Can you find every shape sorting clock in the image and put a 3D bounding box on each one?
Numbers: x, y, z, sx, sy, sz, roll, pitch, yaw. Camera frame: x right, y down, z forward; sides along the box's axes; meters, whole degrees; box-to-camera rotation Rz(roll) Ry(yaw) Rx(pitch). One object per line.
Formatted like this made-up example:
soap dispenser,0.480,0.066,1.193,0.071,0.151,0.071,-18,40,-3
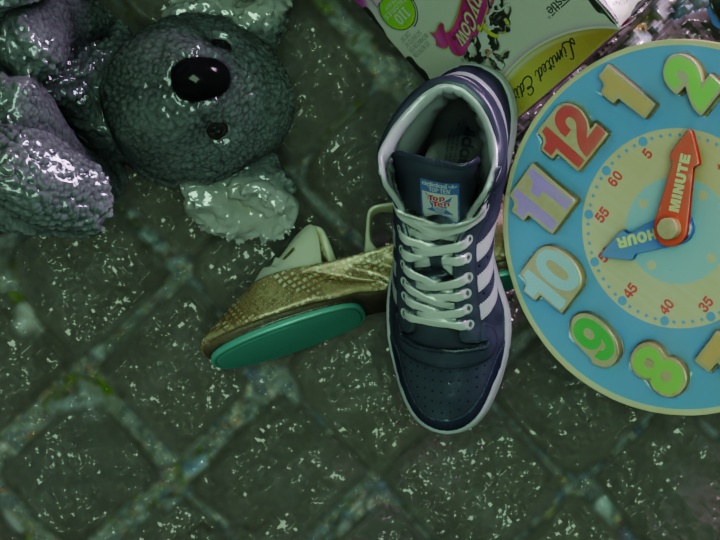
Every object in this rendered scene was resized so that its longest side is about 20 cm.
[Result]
shape sorting clock,0.169,-0.022,1.174,0.198,0.039,0.202,2,95,27

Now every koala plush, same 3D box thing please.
koala plush,-0.127,-0.096,1.214,0.198,0.184,0.179,-3,81,-20

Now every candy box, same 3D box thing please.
candy box,0.052,-0.185,1.201,0.200,0.136,0.061,48,49,-1

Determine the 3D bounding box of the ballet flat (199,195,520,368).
ballet flat,0.000,0.000,1.253,0.198,0.071,0.066,-15,74,-4

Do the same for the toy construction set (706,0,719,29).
toy construction set,0.207,-0.192,1.208,0.199,0.131,0.092,35,132,0

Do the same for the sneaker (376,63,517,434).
sneaker,0.043,-0.009,1.156,0.069,0.108,0.202,5,95,10
